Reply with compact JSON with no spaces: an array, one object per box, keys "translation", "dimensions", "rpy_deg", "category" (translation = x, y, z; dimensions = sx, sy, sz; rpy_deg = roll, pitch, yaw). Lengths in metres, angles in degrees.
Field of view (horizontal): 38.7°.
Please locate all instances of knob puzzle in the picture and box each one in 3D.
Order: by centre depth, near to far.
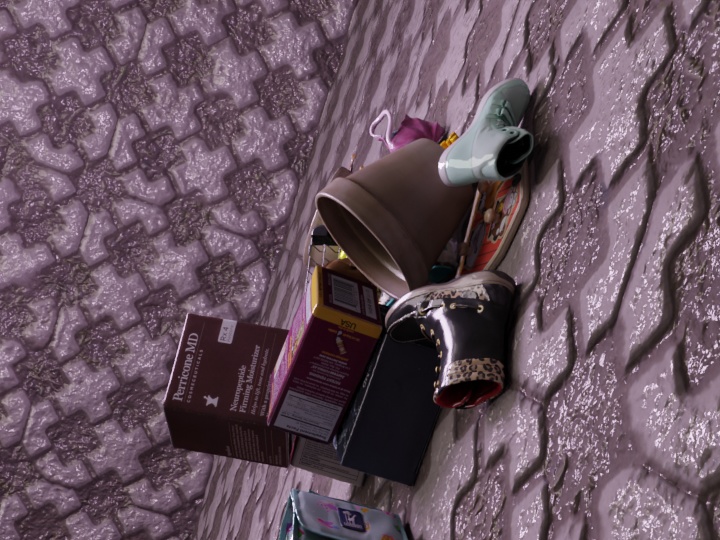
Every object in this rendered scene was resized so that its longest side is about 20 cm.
[{"translation":[0.178,-0.080,1.407],"dimensions":[0.219,0.030,0.224],"rpy_deg":[-161,89,-78],"category":"knob puzzle"}]

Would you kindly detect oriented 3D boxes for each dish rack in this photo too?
[{"translation":[-0.022,0.021,1.695],"dimensions":[0.055,0.150,0.204],"rpy_deg":[54,-139,-69],"category":"dish rack"}]

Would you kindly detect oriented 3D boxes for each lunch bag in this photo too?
[{"translation":[-0.026,0.390,1.333],"dimensions":[0.123,0.167,0.203],"rpy_deg":[121,160,-50],"category":"lunch bag"}]

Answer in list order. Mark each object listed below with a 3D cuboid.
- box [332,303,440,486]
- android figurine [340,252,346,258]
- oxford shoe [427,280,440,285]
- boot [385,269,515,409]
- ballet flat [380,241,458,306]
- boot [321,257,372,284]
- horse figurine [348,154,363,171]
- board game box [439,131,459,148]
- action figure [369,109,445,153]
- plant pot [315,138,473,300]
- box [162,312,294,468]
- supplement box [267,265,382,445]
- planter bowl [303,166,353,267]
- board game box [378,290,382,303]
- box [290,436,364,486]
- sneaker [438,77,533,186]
[{"translation":[0.039,0.171,1.488],"dimensions":[0.200,0.115,0.200],"rpy_deg":[-128,57,-74],"category":"box"},{"translation":[0.004,-0.008,1.817],"dimensions":[0.203,0.040,0.183],"rpy_deg":[-67,23,18],"category":"android figurine"},{"translation":[0.110,0.051,1.453],"dimensions":[0.058,0.075,0.200],"rpy_deg":[-50,13,1],"category":"oxford shoe"},{"translation":[0.106,0.096,1.278],"dimensions":[0.198,0.073,0.153],"rpy_deg":[-20,50,35],"category":"boot"},{"translation":[0.091,0.005,1.590],"dimensions":[0.200,0.071,0.073],"rpy_deg":[-43,31,52],"category":"ballet flat"},{"translation":[0.000,0.000,1.560],"dimensions":[0.075,0.074,0.199],"rpy_deg":[-33,-2,33],"category":"boot"},{"translation":[-0.014,-0.166,2.358],"dimensions":[0.134,0.049,0.203],"rpy_deg":[102,170,-46],"category":"horse figurine"},{"translation":[0.102,-0.132,1.619],"dimensions":[0.199,0.026,0.200],"rpy_deg":[-42,16,6],"category":"board game box"},{"translation":[0.076,-0.197,1.802],"dimensions":[0.134,0.147,0.202],"rpy_deg":[-50,10,46],"category":"action figure"},{"translation":[0.063,-0.085,1.448],"dimensions":[0.173,0.201,0.200],"rpy_deg":[-42,5,-14],"category":"plant pot"},{"translation":[-0.191,0.191,1.621],"dimensions":[0.165,0.196,0.169],"rpy_deg":[96,-177,-59],"category":"box"},{"translation":[-0.052,0.119,1.447],"dimensions":[0.131,0.101,0.203],"rpy_deg":[-97,29,-65],"category":"supplement box"},{"translation":[-0.011,-0.081,1.973],"dimensions":[0.200,0.132,0.204],"rpy_deg":[22,-90,-83],"category":"planter bowl"},{"translation":[0.062,0.029,1.745],"dimensions":[0.151,0.045,0.204],"rpy_deg":[-158,86,-79],"category":"board game box"},{"translation":[-0.037,0.237,1.709],"dimensions":[0.109,0.126,0.204],"rpy_deg":[177,110,-79],"category":"box"},{"translation":[0.201,-0.183,1.365],"dimensions":[0.117,0.074,0.201],"rpy_deg":[5,49,47],"category":"sneaker"}]
